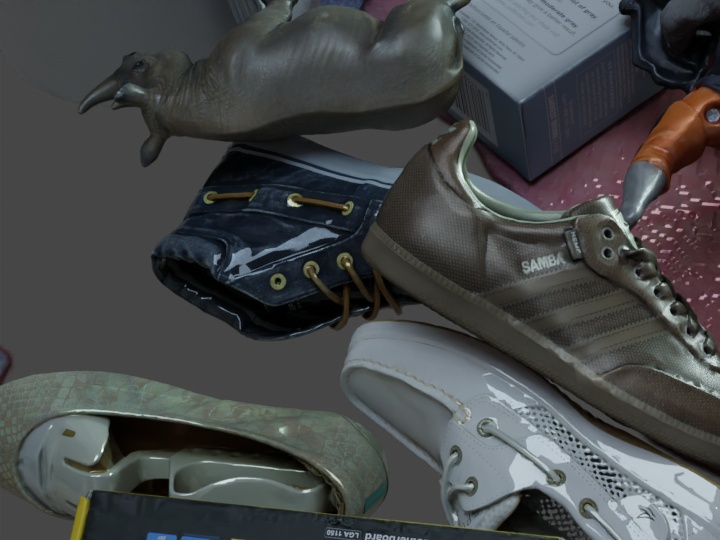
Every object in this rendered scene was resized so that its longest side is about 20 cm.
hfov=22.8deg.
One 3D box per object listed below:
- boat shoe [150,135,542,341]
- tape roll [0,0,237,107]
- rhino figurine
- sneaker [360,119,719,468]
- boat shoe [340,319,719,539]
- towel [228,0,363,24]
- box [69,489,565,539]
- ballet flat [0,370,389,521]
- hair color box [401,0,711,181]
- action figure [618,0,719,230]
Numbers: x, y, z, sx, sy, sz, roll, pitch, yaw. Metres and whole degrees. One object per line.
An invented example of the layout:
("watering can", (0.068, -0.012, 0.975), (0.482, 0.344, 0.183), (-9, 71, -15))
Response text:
("boat shoe", (0.000, 0.000, 0.827), (0.199, 0.071, 0.091), (17, 56, 32))
("tape roll", (-0.125, -0.207, 0.972), (0.201, 0.140, 0.204), (-6, 51, 8))
("rhino figurine", (-0.042, -0.095, 0.846), (0.199, 0.060, 0.088), (-8, 45, 11))
("sneaker", (0.100, 0.012, 0.730), (0.199, 0.070, 0.076), (29, 97, 1))
("boat shoe", (0.063, 0.087, 0.737), (0.199, 0.071, 0.069), (27, 61, 27))
("towel", (-0.013, -0.197, 0.935), (0.024, 0.147, 0.201), (13, 54, 27))
("box", (-0.024, 0.174, 0.676), (0.199, 0.049, 0.161), (4, 67, 15))
("ballet flat", (-0.087, 0.082, 0.769), (0.198, 0.068, 0.062), (1, 20, 13))
("hair color box", (0.129, -0.142, 0.917), (0.199, 0.061, 0.099), (-35, 53, -16))
("action figure", (0.206, -0.070, 0.798), (0.199, 0.105, 0.195), (17, 72, 4))
